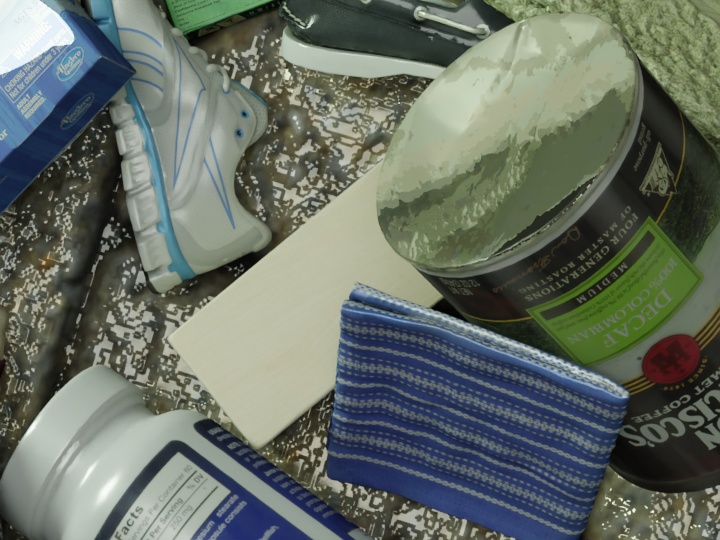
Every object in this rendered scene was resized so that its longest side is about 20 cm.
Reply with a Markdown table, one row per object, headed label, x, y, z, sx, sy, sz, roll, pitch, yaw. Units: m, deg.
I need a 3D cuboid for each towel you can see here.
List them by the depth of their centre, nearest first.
| label | x | y | z | sx | sy | sz | roll | pitch | yaw |
| --- | --- | --- | --- | --- | --- | --- | --- | --- | --- |
| towel | 0.051 | 0.080 | 1.237 | 0.144 | 0.200 | 0.024 | 20 | 64 | 7 |
| towel | 0.152 | -0.145 | 1.287 | 0.200 | 0.037 | 0.148 | 39 | 52 | 9 |

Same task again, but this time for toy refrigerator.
| label | x | y | z | sx | sy | sz | roll | pitch | yaw |
| --- | --- | --- | --- | --- | --- | --- | --- | --- | --- |
| toy refrigerator | 0.000 | 0.000 | 1.305 | 0.200 | 0.070 | 0.076 | -40 | 91 | -1 |

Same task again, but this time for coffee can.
| label | x | y | z | sx | sy | sz | roll | pitch | yaw |
| --- | --- | --- | --- | --- | --- | --- | --- | --- | --- |
| coffee can | 0.122 | -0.006 | 1.210 | 0.146 | 0.146 | 0.200 | -47 | 126 | -1 |

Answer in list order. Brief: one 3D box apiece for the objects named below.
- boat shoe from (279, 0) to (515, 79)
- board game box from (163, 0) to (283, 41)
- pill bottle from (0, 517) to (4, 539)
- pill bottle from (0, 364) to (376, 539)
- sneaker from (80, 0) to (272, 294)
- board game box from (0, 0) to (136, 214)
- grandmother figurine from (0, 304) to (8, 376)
| label | x | y | z | sx | sy | sz | roll | pitch | yaw |
| --- | --- | --- | --- | --- | --- | --- | --- | --- | --- |
| boat shoe | 0.056 | -0.132 | 1.304 | 0.198 | 0.076 | 0.061 | 3 | 115 | 2 |
| board game box | -0.022 | -0.206 | 1.353 | 0.198 | 0.023 | 0.106 | -19 | 85 | 2 |
| pill bottle | -0.227 | 0.127 | 1.226 | 0.105 | 0.106 | 0.202 | -11 | 75 | 4 |
| pill bottle | -0.079 | 0.142 | 1.257 | 0.199 | 0.116 | 0.116 | 36 | 89 | 14 |
| sneaker | -0.095 | -0.095 | 1.323 | 0.086 | 0.075 | 0.202 | -14 | 99 | -3 |
| board game box | -0.247 | -0.104 | 1.295 | 0.200 | 0.043 | 0.199 | -45 | 68 | 10 |
| grandmother figurine | -0.236 | 0.047 | 1.334 | 0.121 | 0.060 | 0.202 | -17 | 85 | 31 |
